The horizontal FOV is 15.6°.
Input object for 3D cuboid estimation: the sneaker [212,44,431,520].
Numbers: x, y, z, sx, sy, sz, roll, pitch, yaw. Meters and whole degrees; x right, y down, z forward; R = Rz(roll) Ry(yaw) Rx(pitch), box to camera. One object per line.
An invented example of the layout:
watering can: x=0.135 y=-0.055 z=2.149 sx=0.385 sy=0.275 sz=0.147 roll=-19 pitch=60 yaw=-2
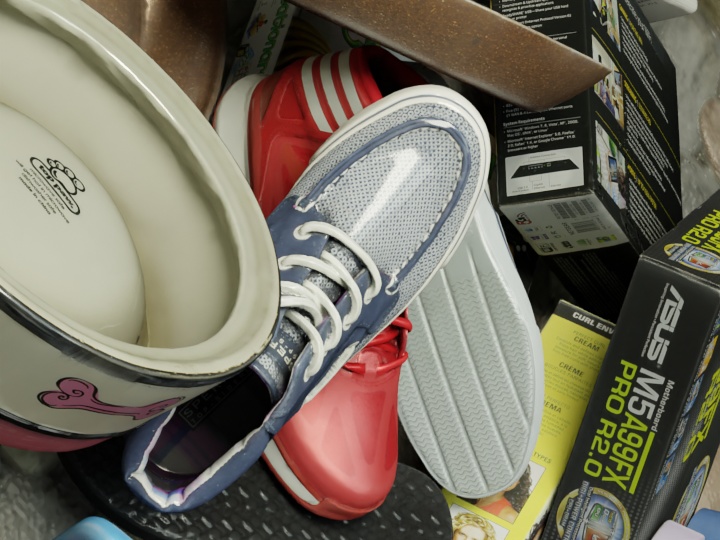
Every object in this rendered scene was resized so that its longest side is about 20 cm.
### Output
sneaker: x=0.000 y=0.000 z=1.113 sx=0.078 sy=0.115 sz=0.201 roll=-8 pitch=81 yaw=-43

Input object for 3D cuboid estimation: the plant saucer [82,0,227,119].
plant saucer: x=-0.138 y=-0.122 z=1.105 sx=0.200 sy=0.037 sz=0.201 roll=12 pitch=74 yaw=-46

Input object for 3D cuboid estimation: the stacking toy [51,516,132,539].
stacking toy: x=-0.157 y=0.188 z=0.982 sx=0.200 sy=0.110 sz=0.116 roll=-26 pitch=82 yaw=-36

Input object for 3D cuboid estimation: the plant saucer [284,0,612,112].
plant saucer: x=0.011 y=-0.114 z=1.131 sx=0.200 sy=0.200 sz=0.035 roll=18 pitch=99 yaw=-45

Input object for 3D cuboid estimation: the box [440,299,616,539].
box: x=0.070 y=0.108 z=1.257 sx=0.200 sy=0.050 sz=0.075 roll=-55 pitch=164 yaw=-39

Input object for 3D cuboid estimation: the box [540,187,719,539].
box: x=0.145 y=0.070 z=1.268 sx=0.160 sy=0.044 sz=0.200 roll=-30 pitch=141 yaw=-64

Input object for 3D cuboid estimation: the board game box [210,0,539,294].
board game box: x=0.010 y=-0.036 z=1.253 sx=0.200 sy=0.035 sz=0.126 roll=41 pitch=53 yaw=-35

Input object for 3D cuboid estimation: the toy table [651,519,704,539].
toy table: x=0.158 y=0.233 z=1.247 sx=0.200 sy=0.117 sz=0.184 roll=-69 pitch=164 yaw=6

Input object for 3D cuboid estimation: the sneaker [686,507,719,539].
sneaker: x=0.213 y=0.217 z=1.368 sx=0.070 sy=0.078 sz=0.200 roll=-38 pitch=124 yaw=-52

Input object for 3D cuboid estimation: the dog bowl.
dog bowl: x=-0.127 y=-0.021 z=0.964 sx=0.200 sy=0.074 sz=0.200 roll=35 pitch=29 yaw=-23

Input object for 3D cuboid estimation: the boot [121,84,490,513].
boot: x=-0.018 y=0.014 z=1.040 sx=0.073 sy=0.090 sz=0.200 roll=39 pitch=96 yaw=-9

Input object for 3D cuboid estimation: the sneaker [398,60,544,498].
sneaker: x=0.043 y=0.001 z=1.199 sx=0.071 sy=0.073 sz=0.201 roll=-29 pitch=109 yaw=-77

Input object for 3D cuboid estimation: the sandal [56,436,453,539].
sandal: x=-0.050 y=0.101 z=1.141 sx=0.200 sy=0.045 sz=0.075 roll=19 pitch=55 yaw=-31

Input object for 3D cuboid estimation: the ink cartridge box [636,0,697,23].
ink cartridge box: x=0.084 y=-0.218 z=1.336 sx=0.200 sy=0.084 sz=0.145 roll=19 pitch=68 yaw=-44

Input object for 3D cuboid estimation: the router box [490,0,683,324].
router box: x=0.116 y=-0.068 z=1.305 sx=0.200 sy=0.051 sz=0.150 roll=45 pitch=41 yaw=-62
